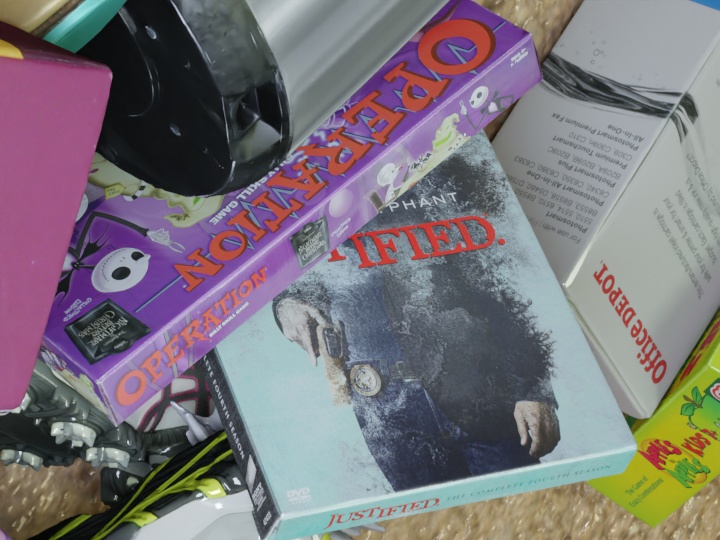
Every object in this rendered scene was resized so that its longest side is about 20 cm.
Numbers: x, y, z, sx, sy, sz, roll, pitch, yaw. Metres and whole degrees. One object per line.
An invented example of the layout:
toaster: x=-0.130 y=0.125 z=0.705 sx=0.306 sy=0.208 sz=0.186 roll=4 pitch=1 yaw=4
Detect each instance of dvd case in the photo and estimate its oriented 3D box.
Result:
dvd case: x=0.000 y=0.000 z=0.869 sx=0.145 sy=0.200 sz=0.022 roll=-8 pitch=145 yaw=-24

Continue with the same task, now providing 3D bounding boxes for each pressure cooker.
pressure cooker: x=-0.035 y=-0.145 z=0.780 sx=0.200 sy=0.176 sz=0.179 roll=-45 pitch=144 yaw=-21

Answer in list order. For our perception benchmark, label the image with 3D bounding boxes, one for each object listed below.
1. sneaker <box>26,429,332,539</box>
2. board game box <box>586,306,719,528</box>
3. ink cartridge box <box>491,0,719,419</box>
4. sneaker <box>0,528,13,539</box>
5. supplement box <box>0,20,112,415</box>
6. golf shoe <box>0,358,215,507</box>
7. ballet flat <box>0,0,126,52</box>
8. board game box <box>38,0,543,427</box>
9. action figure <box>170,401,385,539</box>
sneaker: x=-0.094 y=0.132 z=0.873 sx=0.077 sy=0.200 sz=0.075 roll=55 pitch=30 yaw=-12
board game box: x=0.186 y=0.054 z=1.197 sx=0.102 sy=0.048 sz=0.200 roll=-55 pitch=177 yaw=-24
ink cartridge box: x=0.139 y=-0.051 z=1.137 sx=0.200 sy=0.084 sz=0.146 roll=-55 pitch=145 yaw=-13
sneaker: x=-0.159 y=0.165 z=0.829 sx=0.088 sy=0.080 sz=0.201 roll=-28 pitch=142 yaw=-62
supplement box: x=-0.188 y=-0.042 z=0.625 sx=0.131 sy=0.200 sz=0.104 roll=3 pitch=108 yaw=-54
golf shoe: x=-0.099 y=0.040 z=0.915 sx=0.200 sy=0.077 sz=0.088 roll=34 pitch=61 yaw=-55
ballet flat: x=-0.140 y=-0.057 z=0.711 sx=0.200 sy=0.063 sz=0.069 roll=-38 pitch=-178 yaw=44
board game box: x=-0.047 y=-0.042 z=0.828 sx=0.200 sy=0.120 sz=0.032 roll=-40 pitch=143 yaw=-20
action figure: x=-0.012 y=0.025 z=0.937 sx=0.130 sy=0.069 sz=0.201 roll=53 pitch=40 yaw=-48
